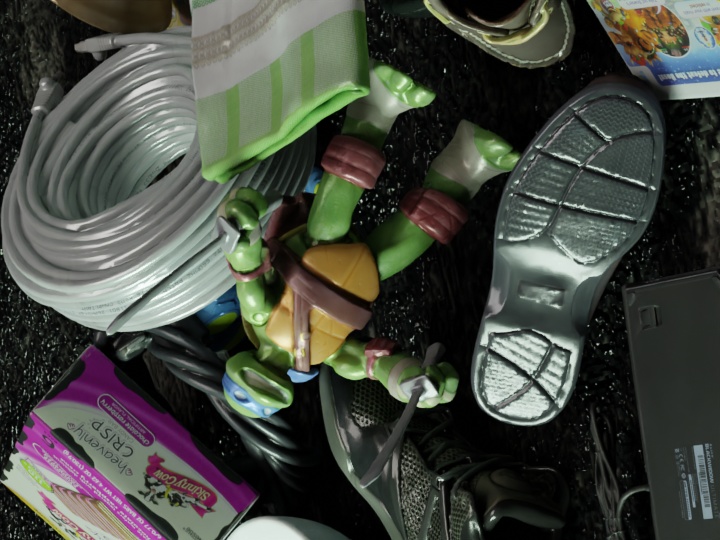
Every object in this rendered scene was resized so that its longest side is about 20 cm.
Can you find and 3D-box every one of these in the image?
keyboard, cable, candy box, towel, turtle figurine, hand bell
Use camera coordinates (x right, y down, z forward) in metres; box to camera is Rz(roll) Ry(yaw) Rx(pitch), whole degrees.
[{"bbox_3d":[0.155,0.103,1.305,0.127,0.021,0.201,-12,83,53],"label":"keyboard"},{"bbox_3d":[-0.092,0.086,1.626,0.163,0.051,0.200,35,156,10],"label":"cable"},{"bbox_3d":[-0.146,0.133,1.651,0.136,0.061,0.200,42,161,2],"label":"candy box"},{"bbox_3d":[-0.049,-0.160,1.343,0.149,0.031,0.201,-31,59,53],"label":"towel"},{"bbox_3d":[0.000,0.000,1.367,0.144,0.200,0.194,32,90,13],"label":"turtle figurine"},{"bbox_3d":[-0.118,-0.251,1.611,0.200,0.104,0.104,-59,46,29],"label":"hand bell"},{"bbox_3d":[-0.119,-0.054,1.548,0.199,0.069,0.201,-5,51,37],"label":"cable"}]

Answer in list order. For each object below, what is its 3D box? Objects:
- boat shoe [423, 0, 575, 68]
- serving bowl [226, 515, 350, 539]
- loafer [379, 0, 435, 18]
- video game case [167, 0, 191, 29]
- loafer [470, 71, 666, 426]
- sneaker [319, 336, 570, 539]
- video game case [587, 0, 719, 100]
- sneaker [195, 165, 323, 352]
[{"bbox_3d":[0.060,-0.142,1.279,0.072,0.200,0.060,-24,60,10],"label":"boat shoe"},{"bbox_3d":[-0.019,0.239,1.565,0.200,0.066,0.201,14,107,56],"label":"serving bowl"},{"bbox_3d":[0.061,-0.190,1.368,0.200,0.072,0.063,-32,59,59],"label":"loafer"},{"bbox_3d":[-0.093,-0.206,1.658,0.182,0.023,0.201,26,116,54],"label":"video game case"},{"bbox_3d":[0.100,-0.018,1.332,0.063,0.072,0.201,-71,-1,-58],"label":"loafer"},{"bbox_3d":[0.051,0.105,1.425,0.114,0.076,0.200,-52,55,46],"label":"sneaker"},{"bbox_3d":[0.127,-0.162,1.204,0.200,0.018,0.143,56,154,-20],"label":"video game case"},{"bbox_3d":[-0.080,-0.015,1.620,0.200,0.071,0.083,-47,62,55],"label":"sneaker"}]
